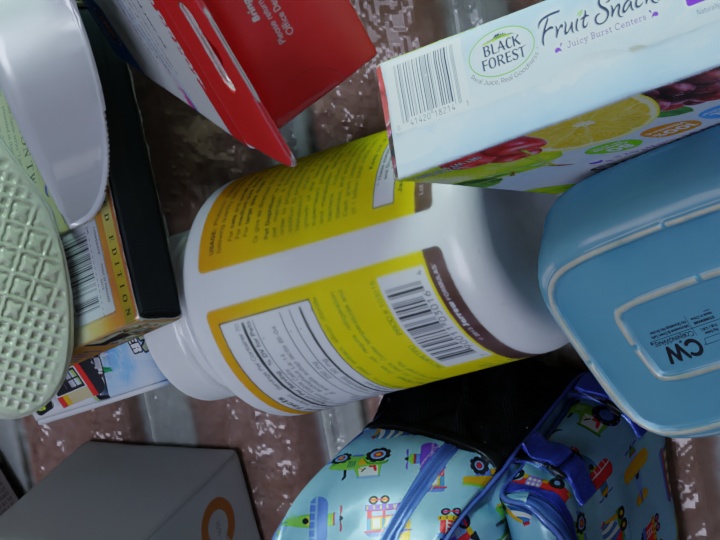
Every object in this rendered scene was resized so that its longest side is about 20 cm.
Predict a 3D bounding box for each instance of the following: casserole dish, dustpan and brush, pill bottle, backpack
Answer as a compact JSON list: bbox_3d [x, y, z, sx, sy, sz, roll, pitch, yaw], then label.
[{"bbox_3d":[0.147,0.007,1.127,0.199,0.039,0.121,-21,111,45],"label":"casserole dish"},{"bbox_3d":[-0.131,-0.112,1.190,0.200,0.057,0.140,81,166,-75],"label":"dustpan and brush"},{"bbox_3d":[0.000,0.000,1.271,0.199,0.109,0.110,-15,107,38],"label":"pill bottle"},{"bbox_3d":[0.042,0.150,1.270,0.134,0.200,0.184,6,118,30],"label":"backpack"}]

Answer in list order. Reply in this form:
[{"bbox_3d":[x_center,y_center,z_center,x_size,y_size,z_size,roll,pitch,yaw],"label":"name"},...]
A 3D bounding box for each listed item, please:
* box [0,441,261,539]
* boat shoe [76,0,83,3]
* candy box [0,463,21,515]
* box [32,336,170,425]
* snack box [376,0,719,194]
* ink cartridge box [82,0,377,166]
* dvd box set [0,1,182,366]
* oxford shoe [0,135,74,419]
[{"bbox_3d":[-0.134,0.184,1.401,0.097,0.200,0.125,2,117,32],"label":"box"},{"bbox_3d":[-0.142,-0.197,1.287,0.074,0.065,0.203,-9,116,25],"label":"boat shoe"},{"bbox_3d":[-0.259,0.108,1.529,0.136,0.061,0.201,-21,103,39],"label":"candy box"},{"bbox_3d":[-0.156,-0.030,1.401,0.110,0.035,0.201,-18,105,39],"label":"box"},{"bbox_3d":[0.127,-0.079,1.123,0.199,0.142,0.053,-18,78,38],"label":"snack box"},{"bbox_3d":[-0.066,-0.126,1.173,0.116,0.067,0.200,59,168,-29],"label":"ink cartridge box"},{"bbox_3d":[-0.169,-0.019,1.332,0.199,0.029,0.147,-24,75,41],"label":"dvd box set"},{"bbox_3d":[-0.181,-0.031,1.274,0.201,0.075,0.058,65,162,0],"label":"oxford shoe"}]
